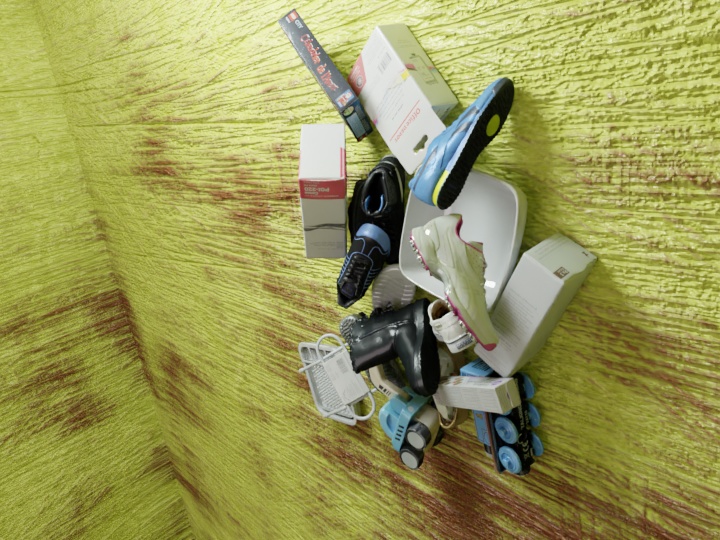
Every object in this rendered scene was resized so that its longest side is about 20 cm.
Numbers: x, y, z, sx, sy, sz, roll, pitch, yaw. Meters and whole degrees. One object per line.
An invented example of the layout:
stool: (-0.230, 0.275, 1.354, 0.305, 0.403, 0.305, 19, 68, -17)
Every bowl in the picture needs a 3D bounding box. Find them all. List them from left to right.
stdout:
bowl: (0.162, -0.056, 0.853, 0.198, 0.074, 0.204, 27, 116, 41)

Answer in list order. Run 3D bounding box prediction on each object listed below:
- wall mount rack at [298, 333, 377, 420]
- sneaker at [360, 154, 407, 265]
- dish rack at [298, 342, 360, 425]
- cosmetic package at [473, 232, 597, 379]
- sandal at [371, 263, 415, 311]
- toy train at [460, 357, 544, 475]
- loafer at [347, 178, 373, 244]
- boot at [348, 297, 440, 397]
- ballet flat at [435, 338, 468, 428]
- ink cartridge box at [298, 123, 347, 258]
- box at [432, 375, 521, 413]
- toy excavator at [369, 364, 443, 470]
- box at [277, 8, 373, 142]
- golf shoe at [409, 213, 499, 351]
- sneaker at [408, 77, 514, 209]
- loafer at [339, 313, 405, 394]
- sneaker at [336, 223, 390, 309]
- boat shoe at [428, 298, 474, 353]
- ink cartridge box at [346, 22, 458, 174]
wall mount rack: (-0.048, 0.241, 1.228, 0.172, 0.074, 0.202, -31, 85, 12)
sneaker: (0.037, -0.089, 0.967, 0.072, 0.112, 0.204, 6, 115, 22)
dish rack: (-0.069, 0.265, 1.351, 0.170, 0.043, 0.204, -1, 107, 50)
cosmetic package: (0.247, 0.053, 0.805, 0.074, 0.101, 0.202, 40, 134, 28)
sandal: (0.061, 0.052, 1.071, 0.081, 0.050, 0.205, 16, 136, 7)
toy train: (0.237, 0.242, 0.935, 0.114, 0.086, 0.204, 11, 118, 57)
loafer: (0.001, -0.079, 1.067, 0.063, 0.071, 0.204, 26, 130, 45)
boot: (0.054, 0.145, 0.988, 0.160, 0.201, 0.073, -21, 135, 26)
ballet flat: (0.159, 0.197, 1.018, 0.068, 0.062, 0.204, 5, 112, 49)
ink cartridge box: (-0.064, -0.140, 1.013, 0.202, 0.083, 0.148, 88, 180, -51)
box: (0.175, 0.194, 0.885, 0.042, 0.038, 0.200, 69, 157, 2)
toy excavator: (0.072, 0.258, 1.099, 0.198, 0.099, 0.197, 30, 131, 25)
box: (-0.057, -0.331, 0.961, 0.202, 0.037, 0.136, 57, -174, 13)
golf shoe: (0.148, 0.012, 0.776, 0.202, 0.091, 0.075, 60, -175, 7)
sneaker: (0.136, -0.186, 0.780, 0.078, 0.066, 0.202, 38, 100, 37)
loafer: (0.034, 0.170, 1.166, 0.074, 0.070, 0.202, -29, 97, 25)
sneaker: (0.000, 0.000, 0.991, 0.069, 0.079, 0.201, 25, 149, 5)
boat shoe: (0.142, 0.076, 0.903, 0.071, 0.070, 0.200, 59, -174, -2)
ink cartridge box: (0.073, -0.268, 0.879, 0.202, 0.067, 0.117, 60, 143, 12)
